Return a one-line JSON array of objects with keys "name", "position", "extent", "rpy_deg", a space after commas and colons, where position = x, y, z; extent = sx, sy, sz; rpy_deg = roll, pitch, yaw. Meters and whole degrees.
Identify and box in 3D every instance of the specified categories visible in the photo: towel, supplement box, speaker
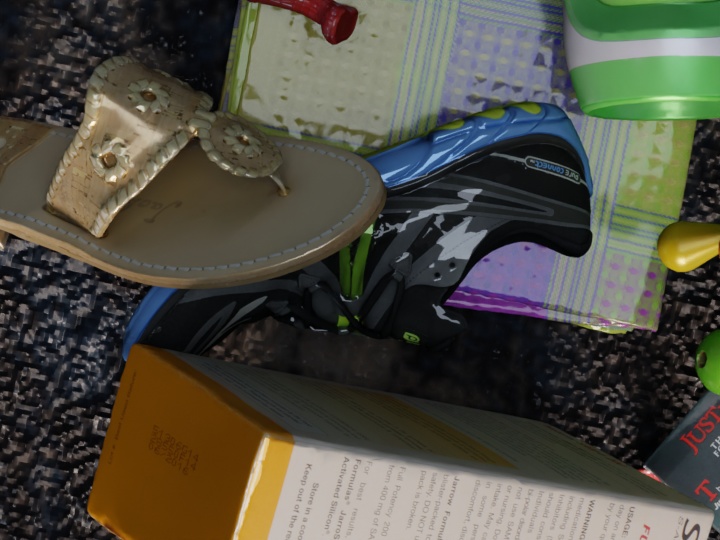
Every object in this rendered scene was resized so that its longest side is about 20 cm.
[{"name": "towel", "position": [0.036, -0.058, 1.035], "extent": [0.199, 0.023, 0.144], "rpy_deg": [10, 94, -3]}, {"name": "supplement box", "position": [0.014, 0.092, 0.959], "extent": [0.199, 0.126, 0.074], "rpy_deg": [12, 97, -29]}, {"name": "speaker", "position": [0.119, -0.162, 0.987], "extent": [0.088, 0.088, 0.201], "rpy_deg": [-1, 87, -2]}]

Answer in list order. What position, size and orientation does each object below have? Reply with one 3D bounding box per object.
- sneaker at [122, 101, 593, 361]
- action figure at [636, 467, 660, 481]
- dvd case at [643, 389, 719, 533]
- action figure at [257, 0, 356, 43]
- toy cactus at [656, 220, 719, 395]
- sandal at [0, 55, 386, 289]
[{"name": "sneaker", "position": [0.000, 0.000, 0.992], "extent": [0.199, 0.071, 0.083], "rpy_deg": [-22, 90, -3]}, {"name": "action figure", "position": [0.149, 0.173, 0.999], "extent": [0.065, 0.099, 0.201], "rpy_deg": [-8, 81, 1]}, {"name": "dvd case", "position": [0.230, 0.087, 0.977], "extent": [0.200, 0.022, 0.146], "rpy_deg": [41, 92, 17]}, {"name": "action figure", "position": [-0.097, -0.149, 0.970], "extent": [0.199, 0.099, 0.066], "rpy_deg": [20, 94, 10]}, {"name": "toy cactus", "position": [0.213, -0.016, 0.939], "extent": [0.165, 0.102, 0.200], "rpy_deg": [35, 98, 1]}, {"name": "sandal", "position": [-0.097, -0.047, 0.956], "extent": [0.211, 0.078, 0.070], "rpy_deg": [6, 138, 31]}]
